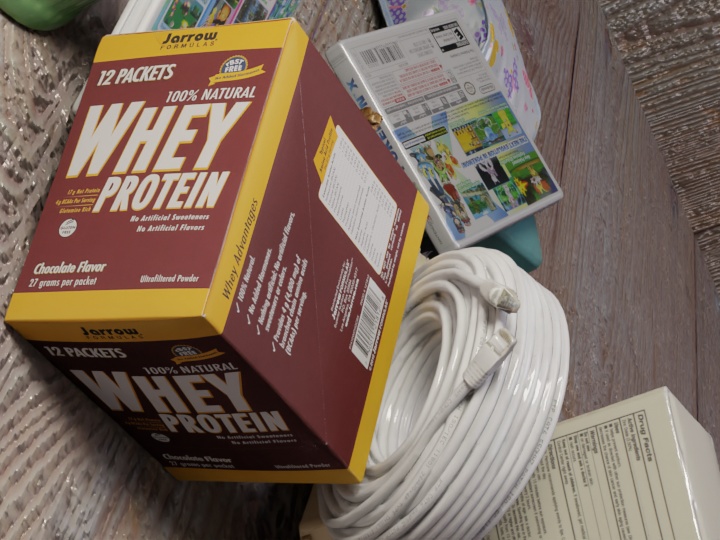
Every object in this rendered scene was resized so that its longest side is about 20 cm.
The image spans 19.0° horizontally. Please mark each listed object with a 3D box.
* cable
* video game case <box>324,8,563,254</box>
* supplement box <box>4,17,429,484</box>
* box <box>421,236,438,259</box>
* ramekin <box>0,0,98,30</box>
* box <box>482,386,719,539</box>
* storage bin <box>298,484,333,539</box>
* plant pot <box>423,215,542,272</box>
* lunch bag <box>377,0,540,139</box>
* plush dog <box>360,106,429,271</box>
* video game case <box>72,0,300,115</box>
[{"bbox_3d":[0.046,0.082,1.300,0.069,0.201,0.200,25,15,-19],"label":"cable"},{"bbox_3d":[0.070,-0.113,1.700,0.183,0.022,0.200,60,32,3],"label":"video game case"},{"bbox_3d":[-0.076,-0.007,1.260,0.200,0.132,0.198,51,46,-48],"label":"supplement box"},{"bbox_3d":[0.083,0.096,1.712,0.159,0.048,0.201,78,-13,-54],"label":"box"},{"bbox_3d":[-0.188,-0.259,1.329,0.200,0.097,0.201,-19,90,-73],"label":"ramekin"},{"bbox_3d":[0.134,0.176,1.381,0.109,0.199,0.129,41,34,-56],"label":"box"},{"bbox_3d":[0.013,0.209,1.468,0.200,0.093,0.200,-70,137,-63],"label":"storage bin"},{"bbox_3d":[0.031,-0.076,1.757,0.200,0.141,0.142,37,37,-46],"label":"plant pot"},{"bbox_3d":[0.094,-0.208,2.114,0.170,0.126,0.201,52,16,-52],"label":"lunch bag"},{"bbox_3d":[0.000,0.000,1.473,0.172,0.160,0.200,51,9,19],"label":"plush dog"},{"bbox_3d":[-0.101,-0.152,1.384,0.183,0.024,0.200,-63,162,-4],"label":"video game case"}]
